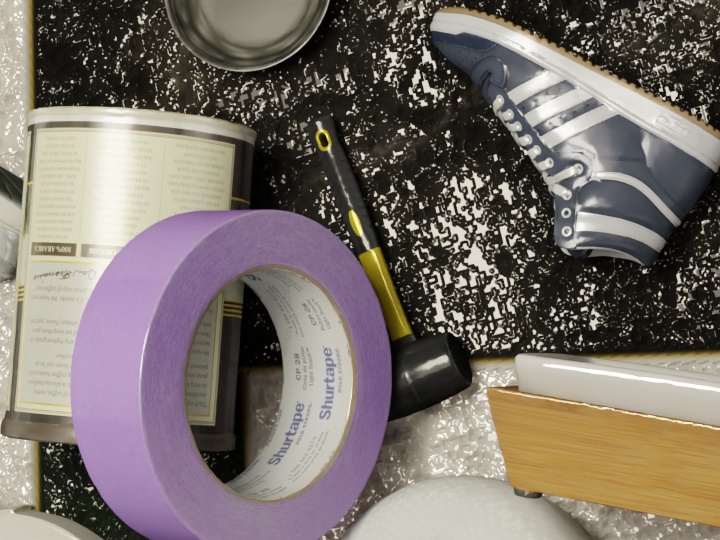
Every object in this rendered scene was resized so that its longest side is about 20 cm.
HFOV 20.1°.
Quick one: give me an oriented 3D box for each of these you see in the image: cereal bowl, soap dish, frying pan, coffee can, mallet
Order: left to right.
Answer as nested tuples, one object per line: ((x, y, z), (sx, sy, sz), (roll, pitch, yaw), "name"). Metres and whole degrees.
((-0.143, 0.007, 1.266), (0.145, 0.146, 0.201), (3, 87, 16), "coffee can")
((-0.063, -0.221, 1.318), (0.114, 0.031, 0.191), (12, 86, 16), "frying pan")
((0.000, 0.000, 1.287), (0.066, 0.041, 0.201), (-32, 74, 14), "mallet")
((0.049, 0.216, 1.207), (0.199, 0.083, 0.201), (-9, 70, 25), "cereal bowl")
((0.186, 0.099, 1.150), (0.199, 0.157, 0.082), (9, 91, 23), "soap dish")

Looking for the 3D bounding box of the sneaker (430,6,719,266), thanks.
((0.113, -0.077, 1.239), (0.199, 0.070, 0.109), (28, 92, 13), "sneaker")

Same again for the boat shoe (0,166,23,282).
((-0.303, -0.065, 1.330), (0.201, 0.074, 0.065), (29, 104, -16), "boat shoe")

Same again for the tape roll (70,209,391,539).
((-0.072, 0.065, 1.191), (0.065, 0.199, 0.202), (0, 86, 44), "tape roll")

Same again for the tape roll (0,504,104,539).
((-0.227, 0.257, 1.332), (0.201, 0.037, 0.204), (-1, 87, 16), "tape roll")
